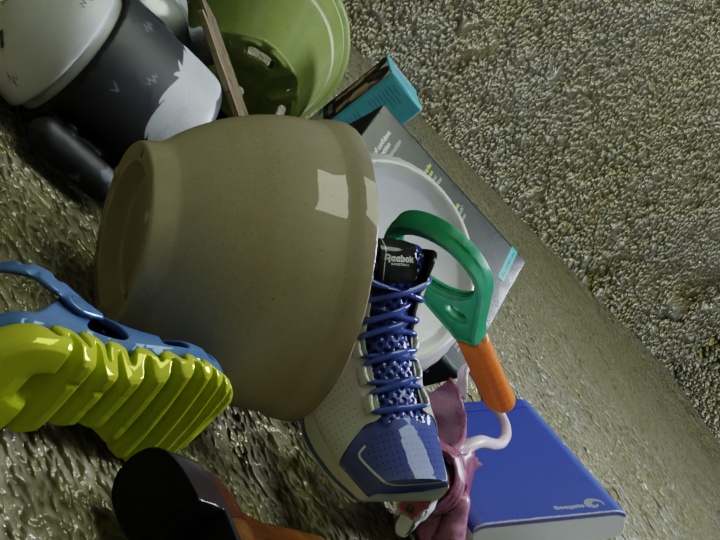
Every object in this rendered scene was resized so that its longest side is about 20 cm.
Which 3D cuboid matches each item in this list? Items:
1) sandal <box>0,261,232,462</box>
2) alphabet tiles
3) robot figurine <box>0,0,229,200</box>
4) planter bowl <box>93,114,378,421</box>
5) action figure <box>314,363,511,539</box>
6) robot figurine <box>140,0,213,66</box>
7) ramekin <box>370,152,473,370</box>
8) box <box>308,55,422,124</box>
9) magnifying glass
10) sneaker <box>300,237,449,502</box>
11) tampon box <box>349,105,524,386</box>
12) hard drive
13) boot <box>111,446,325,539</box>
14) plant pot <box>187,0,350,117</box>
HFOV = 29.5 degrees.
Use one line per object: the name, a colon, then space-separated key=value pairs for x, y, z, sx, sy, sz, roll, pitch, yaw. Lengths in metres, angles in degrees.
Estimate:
sandal: x=-0.143 y=0.046 z=0.738 sx=0.087 sy=0.079 sz=0.200 roll=51 pitch=10 yaw=32
alphabet tiles: x=-0.107 y=-0.151 z=1.143 sx=0.200 sy=0.008 sz=0.168 roll=137 pitch=-66 yaw=-89
robot figurine: x=-0.187 y=-0.136 z=1.033 sx=0.200 sy=0.125 sz=0.150 roll=42 pitch=4 yaw=-30
planter bowl: x=-0.093 y=-0.012 z=0.881 sx=0.134 sy=0.201 sz=0.201 roll=11 pitch=29 yaw=-25
action figure: x=0.058 y=0.153 z=0.982 sx=0.134 sy=0.148 sz=0.200 roll=56 pitch=-1 yaw=6
robot figurine: x=-0.210 y=-0.219 z=1.222 sx=0.168 sy=0.114 sz=0.200 roll=10 pitch=24 yaw=-13
ramekin: x=0.000 y=0.000 z=1.066 sx=0.202 sy=0.203 sz=0.094 roll=45 pitch=-32 yaw=-16
box: x=-0.034 y=-0.123 z=1.337 sx=0.049 sy=0.200 sz=0.082 roll=49 pitch=11 yaw=-17
magnifying glass: x=0.071 y=0.033 z=0.964 sx=0.079 sy=0.022 sz=0.200 roll=18 pitch=-30 yaw=38
sneaker: x=0.006 y=0.043 z=0.887 sx=0.080 sy=0.115 sz=0.200 roll=0 pitch=49 yaw=-28
tampon box: x=0.017 y=-0.012 z=1.220 sx=0.200 sy=0.126 sz=0.150 roll=46 pitch=55 yaw=-17
hard drive: x=0.119 y=0.166 z=1.155 sx=0.131 sy=0.026 sz=0.200 roll=-2 pitch=22 yaw=-17
boot: x=-0.039 y=0.198 z=0.725 sx=0.188 sy=0.068 sz=0.200 roll=49 pitch=2 yaw=37
plant pot: x=-0.115 y=-0.208 z=1.384 sx=0.200 sy=0.200 sz=0.190 roll=45 pitch=21 yaw=-16
